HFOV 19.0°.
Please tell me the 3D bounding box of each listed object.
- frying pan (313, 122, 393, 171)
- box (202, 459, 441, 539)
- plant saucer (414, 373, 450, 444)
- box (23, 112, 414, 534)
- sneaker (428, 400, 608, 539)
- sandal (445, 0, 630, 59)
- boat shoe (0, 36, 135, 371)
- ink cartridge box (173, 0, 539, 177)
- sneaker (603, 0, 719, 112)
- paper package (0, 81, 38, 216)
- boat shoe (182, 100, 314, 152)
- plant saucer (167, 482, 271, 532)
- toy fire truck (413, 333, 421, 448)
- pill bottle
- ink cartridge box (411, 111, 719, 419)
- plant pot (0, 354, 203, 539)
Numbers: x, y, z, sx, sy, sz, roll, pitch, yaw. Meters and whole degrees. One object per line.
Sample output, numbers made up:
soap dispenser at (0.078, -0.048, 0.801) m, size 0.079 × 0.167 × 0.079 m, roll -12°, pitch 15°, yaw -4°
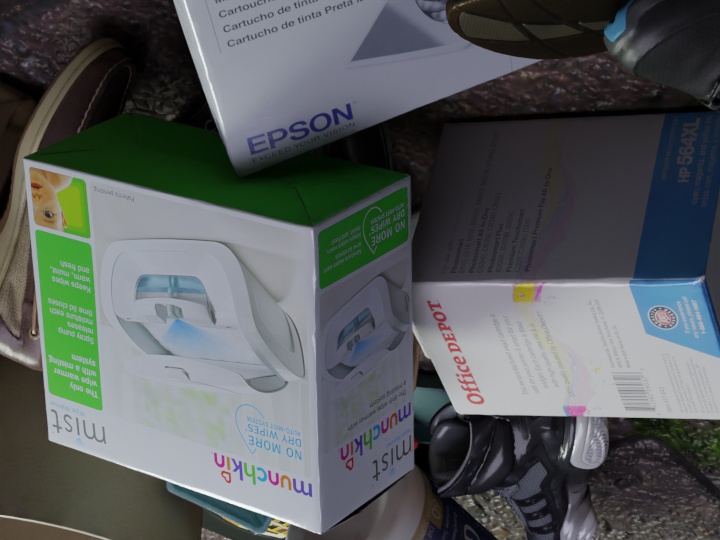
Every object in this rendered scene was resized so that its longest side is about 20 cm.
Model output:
frying pan at (-0.005, -0.007, 1.210) m, size 0.031 × 0.115 × 0.191 m, roll -3°, pitch 110°, yaw -16°
box at (-0.062, 0.152, 1.546) m, size 0.199 × 0.050 × 0.160 m, roll 25°, pitch 147°, yaw -19°
plant saucer at (0.006, 0.090, 1.484) m, size 0.199 × 0.019 × 0.070 m, roll 5°, pitch 143°, yaw 14°
box at (-0.075, 0.024, 1.171) m, size 0.199 × 0.097 × 0.178 m, roll 15°, pitch 117°, yaw 32°
sneaker at (0.101, 0.138, 1.439) m, size 0.113 × 0.076 × 0.201 m, roll -4°, pitch 138°, yaw -5°
sandal at (0.137, -0.156, 1.052) m, size 0.199 × 0.055 × 0.082 m, roll -19°, pitch 155°, yaw 5°
boat shoe at (-0.167, -0.036, 1.258) m, size 0.072 × 0.201 × 0.072 m, roll 27°, pitch -172°, yaw 14°
ink cartridge box at (0.005, -0.155, 1.056) m, size 0.199 × 0.041 × 0.201 m, roll -22°, pitch 140°, yaw -5°
sneaker at (0.211, -0.095, 1.051) m, size 0.199 × 0.082 × 0.073 m, roll 6°, pitch 150°, yaw -26°
paper package at (-0.282, 0.001, 1.328) m, size 0.103 × 0.191 × 0.200 m, roll 20°, pitch 145°, yaw -1°
boat shoe at (-0.083, -0.051, 1.264) m, size 0.074 × 0.093 × 0.200 m, roll 32°, pitch 142°, yaw -21°
plant saucer at (-0.047, 0.056, 1.316) m, size 0.070 × 0.201 × 0.019 m, roll 27°, pitch 174°, yaw -16°
toy fire truck at (0.019, 0.050, 1.357) m, size 0.200 × 0.141 × 0.049 m, roll 40°, pitch -172°, yaw 21°
pill bottle at (0.050, 0.217, 1.461) m, size 0.111 × 0.112 × 0.200 m, roll -16°, pitch 134°, yaw 37°
ink cartridge box at (0.119, -0.002, 1.224) m, size 0.199 × 0.126 × 0.129 m, roll 0°, pitch 141°, yaw 22°
plant pot at (-0.176, 0.090, 1.383) m, size 0.186 × 0.201 × 0.187 m, roll 10°, pitch 160°, yaw 4°
